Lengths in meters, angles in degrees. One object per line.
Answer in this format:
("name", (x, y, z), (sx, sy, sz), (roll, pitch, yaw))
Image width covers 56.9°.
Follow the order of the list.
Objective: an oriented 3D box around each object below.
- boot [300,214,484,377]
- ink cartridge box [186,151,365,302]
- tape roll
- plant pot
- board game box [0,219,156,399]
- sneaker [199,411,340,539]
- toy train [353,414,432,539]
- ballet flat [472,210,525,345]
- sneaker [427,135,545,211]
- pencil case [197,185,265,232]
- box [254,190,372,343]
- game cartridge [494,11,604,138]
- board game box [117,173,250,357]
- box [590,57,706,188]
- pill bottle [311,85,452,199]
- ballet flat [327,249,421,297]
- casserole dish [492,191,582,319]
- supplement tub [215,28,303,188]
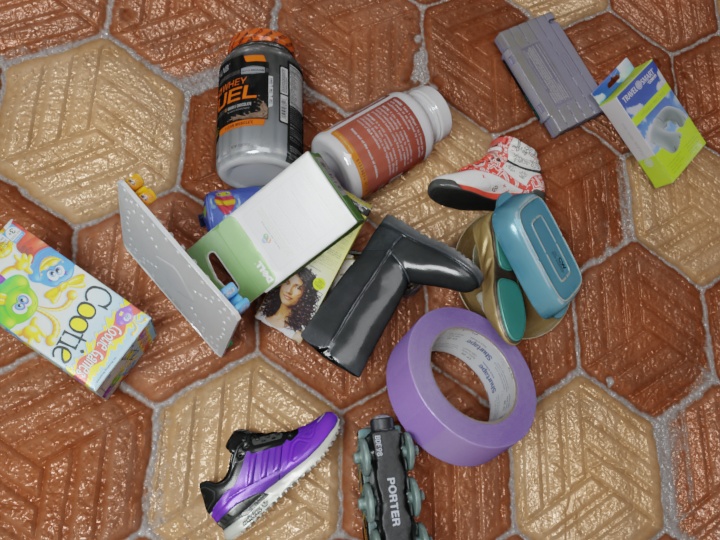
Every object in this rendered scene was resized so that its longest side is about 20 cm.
("boot", (0.040, 0.048, 0.847), (0.163, 0.066, 0.201), (29, 71, 23))
("ink cartridge box", (-0.104, -0.044, 0.821), (0.199, 0.059, 0.104), (-37, 89, 12))
("tape roll", (0.135, 0.151, 0.885), (0.197, 0.066, 0.203), (17, 49, -20))
("plant pot", (0.230, 0.007, 1.013), (0.196, 0.027, 0.204), (4, 74, -13))
("board game box", (-0.360, 0.052, 0.799), (0.199, 0.105, 0.104), (35, 69, -2))
("sneaker", (-0.116, 0.230, 0.831), (0.199, 0.070, 0.100), (-40, 84, -22))
("toy train", (0.032, 0.286, 0.830), (0.084, 0.114, 0.204), (-5, 74, -12))
("ballet flat", (0.194, 0.015, 0.952), (0.068, 0.063, 0.203), (18, 61, -35))
("sneaker", (0.192, -0.153, 1.030), (0.198, 0.067, 0.110), (5, 72, -17))
("pencil case", (-0.120, -0.073, 0.915), (0.197, 0.088, 0.078), (-7, 39, -17))
("box", (-0.061, -0.011, 0.874), (0.074, 0.050, 0.202), (27, 99, 1))
("game cartridge", (0.326, -0.335, 1.137), (0.128, 0.038, 0.202), (-27, 82, -16))
("board game box", (-0.215, 0.003, 0.800), (0.026, 0.200, 0.200), (-41, 87, -25))
("box", (0.493, -0.259, 1.132), (0.122, 0.048, 0.201), (-43, 100, -22))
("pill bottle", (0.035, -0.189, 0.972), (0.199, 0.112, 0.113), (-33, 84, -21))
("ballet flat", (0.000, 0.000, 0.931), (0.197, 0.072, 0.073), (3, 73, -14))
("casserole dish", (0.262, -0.027, 0.961), (0.121, 0.039, 0.202), (-34, 98, -44))
("supplement tub", (-0.139, -0.223, 0.930), (0.120, 0.123, 0.204), (2, 73, -14))
